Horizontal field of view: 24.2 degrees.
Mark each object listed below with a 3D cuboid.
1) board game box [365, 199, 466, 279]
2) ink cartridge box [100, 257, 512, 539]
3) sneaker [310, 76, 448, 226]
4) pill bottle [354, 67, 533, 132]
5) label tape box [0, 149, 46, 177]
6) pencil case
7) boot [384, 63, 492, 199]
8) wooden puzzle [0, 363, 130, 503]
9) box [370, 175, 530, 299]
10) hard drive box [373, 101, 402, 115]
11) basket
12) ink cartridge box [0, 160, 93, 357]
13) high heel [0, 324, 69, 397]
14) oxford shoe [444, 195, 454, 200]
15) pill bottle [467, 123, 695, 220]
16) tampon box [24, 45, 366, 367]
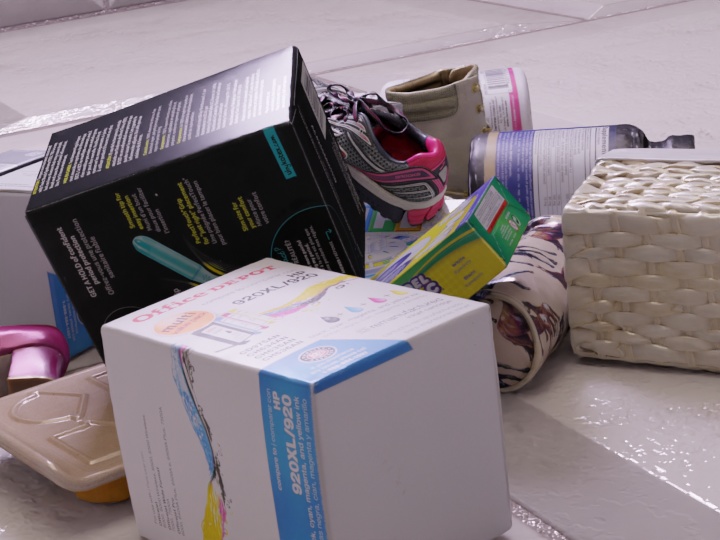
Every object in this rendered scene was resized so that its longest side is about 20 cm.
[{"bbox_3d":[0.000,0.000,1.378,0.198,0.034,0.135,-1,44,18],"label":"board game box"},{"bbox_3d":[-0.034,0.092,1.000,0.146,0.146,0.199,-22,22,-39],"label":"ink cartridge box"},{"bbox_3d":[-0.010,-0.121,1.384,0.199,0.075,0.081,30,56,14],"label":"sneaker"},{"bbox_3d":[0.080,-0.149,1.781,0.198,0.115,0.113,-6,17,1],"label":"pill bottle"},{"bbox_3d":[-0.334,-0.010,1.434,0.066,0.145,0.200,4,20,32],"label":"label tape box"},{"bbox_3d":[0.123,0.020,1.282,0.089,0.078,0.200,26,27,13],"label":"pencil case"},{"bbox_3d":[0.123,-0.120,1.600,0.198,0.156,0.072,-10,18,-12],"label":"boot"},{"bbox_3d":[-0.163,0.109,1.171,0.198,0.047,0.185,-13,18,-34],"label":"wooden puzzle"},{"bbox_3d":[0.029,0.022,1.208,0.200,0.048,0.117,-42,5,23],"label":"box"},{"bbox_3d":[-0.074,-0.114,1.535,0.154,0.078,0.199,-9,11,-28],"label":"hard drive box"},{"bbox_3d":[0.255,-0.007,1.232,0.198,0.137,0.123,3,21,28],"label":"basket"},{"bbox_3d":[-0.230,-0.027,1.450,0.083,0.147,0.200,4,20,32],"label":"ink cartridge box"},{"bbox_3d":[-0.325,0.069,1.294,0.198,0.068,0.096,-3,27,-7],"label":"high heel"},{"bbox_3d":[0.002,-0.002,1.450,0.198,0.058,0.076,-21,49,-3],"label":"oxford shoe"},{"bbox_3d":[0.200,-0.072,1.497,0.198,0.113,0.112,-2,18,11],"label":"pill bottle"},{"bbox_3d":[-0.112,-0.041,1.198,0.198,0.151,0.127,-17,29,11],"label":"tampon box"}]
